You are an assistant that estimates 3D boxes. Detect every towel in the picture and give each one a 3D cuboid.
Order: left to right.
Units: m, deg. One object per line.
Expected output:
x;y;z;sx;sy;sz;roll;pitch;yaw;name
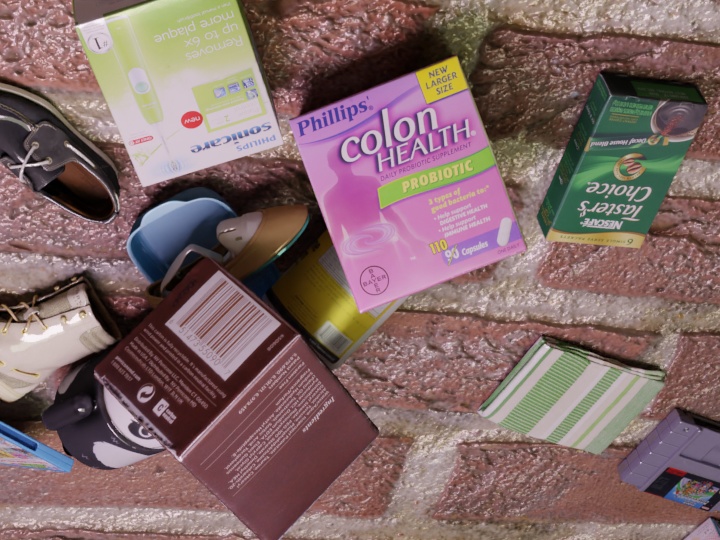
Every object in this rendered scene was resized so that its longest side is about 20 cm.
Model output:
0.260;0.154;2.019;0.199;0.023;0.153;17;126;-30;towel

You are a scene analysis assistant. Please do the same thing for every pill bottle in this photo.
0.000;0.000;1.722;0.200;0.112;0.112;-45;130;4;pill bottle

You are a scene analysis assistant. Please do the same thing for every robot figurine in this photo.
-0.252;0.147;1.771;0.125;0.150;0.200;49;138;-15;robot figurine

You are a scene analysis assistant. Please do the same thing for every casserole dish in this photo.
-0.164;-0.016;1.728;0.121;0.039;0.200;-27;134;10;casserole dish

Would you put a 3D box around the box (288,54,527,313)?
0.048;-0.085;1.608;0.175;0.097;0.201;-20;93;4;box

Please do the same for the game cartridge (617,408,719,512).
0.448;0.255;2.159;0.199;0.038;0.130;19;121;-30;game cartridge

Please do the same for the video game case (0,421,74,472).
-0.426;0.169;1.785;0.143;0.018;0.200;-2;151;45;video game case

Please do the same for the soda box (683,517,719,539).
0.452;0.436;2.304;0.063;0.069;0.200;25;121;-33;soda box

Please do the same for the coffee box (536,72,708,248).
0.277;-0.113;1.754;0.122;0.044;0.201;5;131;-20;coffee box

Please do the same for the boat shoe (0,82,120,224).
-0.308;-0.113;1.578;0.072;0.068;0.200;-37;130;21;boat shoe

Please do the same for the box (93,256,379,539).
-0.119;0.130;1.617;0.164;0.166;0.200;-46;138;-9;box

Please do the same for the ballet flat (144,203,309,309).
-0.140;-0.013;1.669;0.200;0.069;0.063;-40;117;19;ballet flat

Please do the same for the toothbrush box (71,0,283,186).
-0.168;-0.194;1.526;0.145;0.086;0.201;-16;136;0;toothbrush box

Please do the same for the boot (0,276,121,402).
-0.355;0.049;1.712;0.154;0.072;0.200;-26;140;10;boot
